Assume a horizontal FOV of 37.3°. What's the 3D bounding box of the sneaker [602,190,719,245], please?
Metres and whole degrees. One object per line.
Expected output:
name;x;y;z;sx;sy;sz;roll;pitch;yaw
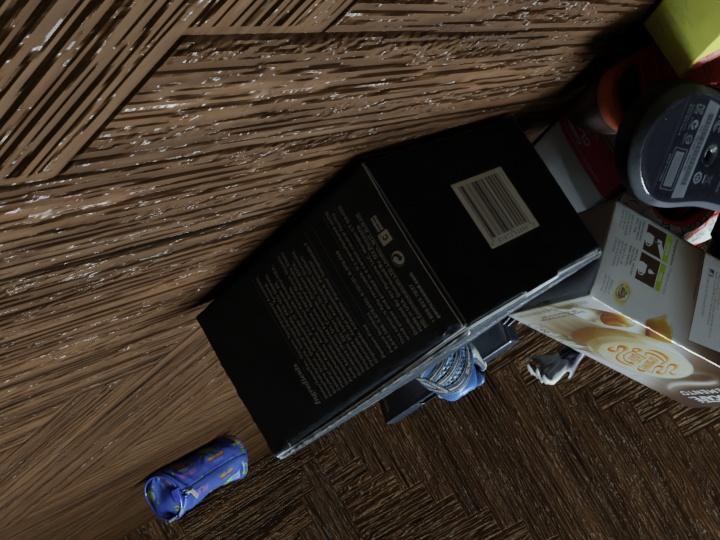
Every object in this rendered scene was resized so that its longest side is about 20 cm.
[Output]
sneaker;0.285;-0.063;0.902;0.199;0.068;0.108;-21;169;-28

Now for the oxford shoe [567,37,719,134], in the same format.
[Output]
oxford shoe;0.245;-0.161;0.836;0.198;0.072;0.072;-23;-171;-26

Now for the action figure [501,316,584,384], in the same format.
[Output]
action figure;0.177;0.031;0.984;0.102;0.120;0.199;-38;145;19

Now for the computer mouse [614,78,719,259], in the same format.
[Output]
computer mouse;0.243;-0.084;0.778;0.198;0.053;0.140;11;108;-41

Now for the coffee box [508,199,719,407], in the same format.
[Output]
coffee box;0.233;0.033;0.841;0.114;0.198;0.081;-21;-133;64

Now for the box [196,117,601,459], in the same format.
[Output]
box;0.028;0.009;0.749;0.196;0.125;0.199;-40;169;38

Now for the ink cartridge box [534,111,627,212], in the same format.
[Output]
ink cartridge box;0.228;-0.105;0.977;0.146;0.086;0.200;-27;172;-24

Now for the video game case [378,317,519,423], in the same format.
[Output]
video game case;0.069;0.053;1.109;0.019;0.145;0.200;1;151;-40

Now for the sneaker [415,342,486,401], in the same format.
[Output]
sneaker;0.072;0.079;0.982;0.077;0.085;0.200;-40;-179;8

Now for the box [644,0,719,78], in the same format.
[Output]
box;0.249;-0.192;0.656;0.075;0.051;0.200;-30;172;-13

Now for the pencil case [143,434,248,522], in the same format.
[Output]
pencil case;-0.262;0.337;1.746;0.086;0.079;0.199;-10;-173;33
